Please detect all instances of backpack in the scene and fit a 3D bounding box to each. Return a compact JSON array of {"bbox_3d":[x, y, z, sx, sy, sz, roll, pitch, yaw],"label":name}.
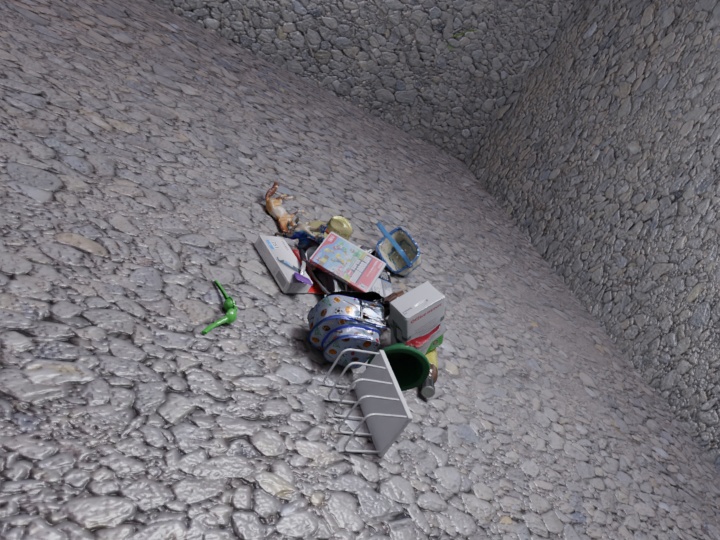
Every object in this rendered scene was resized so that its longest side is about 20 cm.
[{"bbox_3d":[-0.043,0.152,1.499,0.186,0.201,0.156,20,39,-19],"label":"backpack"}]

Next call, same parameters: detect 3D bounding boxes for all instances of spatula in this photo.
[{"bbox_3d":[-0.165,-0.013,1.677,0.056,0.021,0.202,26,26,-21],"label":"spatula"}]

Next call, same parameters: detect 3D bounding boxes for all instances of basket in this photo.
[{"bbox_3d":[0.135,-0.075,2.113,0.178,0.138,0.201,55,0,34],"label":"basket"}]

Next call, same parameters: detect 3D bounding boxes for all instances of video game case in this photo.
[{"bbox_3d":[-0.037,-0.023,1.727,0.197,0.018,0.144,30,47,7],"label":"video game case"}]

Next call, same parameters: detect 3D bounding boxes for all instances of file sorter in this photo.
[{"bbox_3d":[0.007,0.300,1.354,0.122,0.140,0.202,14,33,-32],"label":"file sorter"}]

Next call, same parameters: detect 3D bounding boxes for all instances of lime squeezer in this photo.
[{"bbox_3d":[-0.328,0.093,1.395,0.068,0.039,0.202,-1,35,-4],"label":"lime squeezer"}]

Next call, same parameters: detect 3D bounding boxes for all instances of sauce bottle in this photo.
[{"bbox_3d":[0.194,0.290,1.699,0.064,0.065,0.201,31,28,-10],"label":"sauce bottle"}]

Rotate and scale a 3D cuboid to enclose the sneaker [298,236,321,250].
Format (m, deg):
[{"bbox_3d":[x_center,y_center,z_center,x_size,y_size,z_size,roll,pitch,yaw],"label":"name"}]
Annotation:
[{"bbox_3d":[-0.119,-0.044,1.821,0.196,0.075,0.089,17,63,22],"label":"sneaker"}]

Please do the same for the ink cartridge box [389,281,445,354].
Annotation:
[{"bbox_3d":[0.162,0.152,1.663,0.144,0.203,0.084,-27,47,-23],"label":"ink cartridge box"}]

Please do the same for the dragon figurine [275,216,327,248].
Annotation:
[{"bbox_3d":[-0.184,-0.108,1.788,0.099,0.198,0.060,36,54,-28],"label":"dragon figurine"}]

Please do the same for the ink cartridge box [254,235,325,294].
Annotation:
[{"bbox_3d":[-0.198,-0.016,1.720,0.174,0.045,0.201,5,41,-48],"label":"ink cartridge box"}]

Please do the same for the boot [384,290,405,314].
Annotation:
[{"bbox_3d":[0.031,0.123,1.712,0.187,0.195,0.066,94,-26,-70],"label":"boot"}]

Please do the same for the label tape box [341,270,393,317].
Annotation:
[{"bbox_3d":[0.011,0.049,1.830,0.197,0.063,0.147,22,41,-31],"label":"label tape box"}]

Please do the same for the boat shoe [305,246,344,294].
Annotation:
[{"bbox_3d":[-0.110,0.005,1.726,0.205,0.073,0.065,62,4,28],"label":"boat shoe"}]

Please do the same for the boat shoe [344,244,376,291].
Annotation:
[{"bbox_3d":[0.000,0.000,1.767,0.061,0.074,0.203,5,46,15],"label":"boat shoe"}]

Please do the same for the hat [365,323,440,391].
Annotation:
[{"bbox_3d":[0.105,0.207,1.577,0.198,0.165,0.178,33,32,-26],"label":"hat"}]

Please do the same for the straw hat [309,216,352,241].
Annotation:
[{"bbox_3d":[-0.076,-0.141,2.035,0.198,0.086,0.203,30,27,-16],"label":"straw hat"}]

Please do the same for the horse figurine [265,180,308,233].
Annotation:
[{"bbox_3d":[-0.256,-0.199,1.927,0.131,0.050,0.201,-26,74,-44],"label":"horse figurine"}]

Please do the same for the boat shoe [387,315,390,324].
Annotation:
[{"bbox_3d":[0.162,0.165,1.876,0.196,0.071,0.056,11,0,-32],"label":"boat shoe"}]
